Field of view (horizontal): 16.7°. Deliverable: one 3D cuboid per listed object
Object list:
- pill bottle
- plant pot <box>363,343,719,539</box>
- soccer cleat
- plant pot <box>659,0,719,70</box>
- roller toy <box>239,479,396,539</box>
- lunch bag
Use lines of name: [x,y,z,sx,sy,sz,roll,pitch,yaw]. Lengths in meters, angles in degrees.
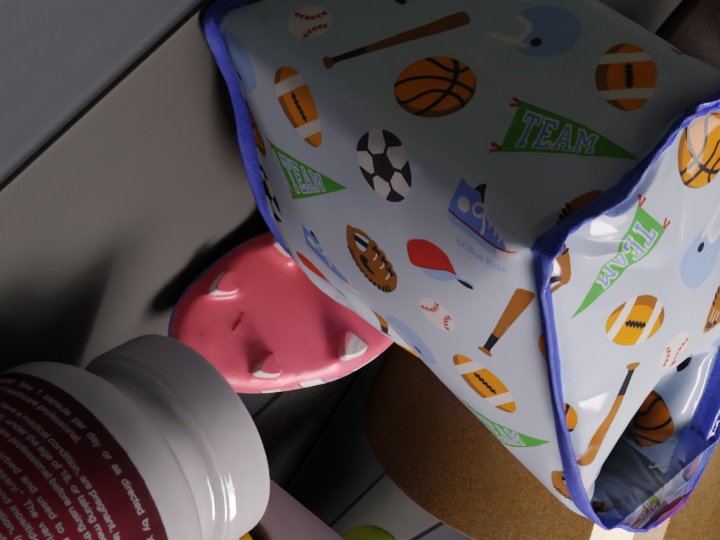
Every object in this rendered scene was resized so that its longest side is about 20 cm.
pill bottle: [-0.130,0.102,0.859,0.200,0.113,0.113,-31,157,-38]
plant pot: [0.116,0.007,1.138,0.186,0.186,0.200,-24,138,-50]
soccer cleat: [0.000,0.000,1.020,0.200,0.067,0.076,-30,-179,-29]
plant pot: [0.244,-0.053,1.222,0.200,0.198,0.200,-41,161,-17]
roller toy: [-0.079,0.181,1.098,0.183,0.140,0.200,-52,172,13]
lunch bag: [0.051,-0.015,0.863,0.124,0.170,0.200,-36,144,-21]
